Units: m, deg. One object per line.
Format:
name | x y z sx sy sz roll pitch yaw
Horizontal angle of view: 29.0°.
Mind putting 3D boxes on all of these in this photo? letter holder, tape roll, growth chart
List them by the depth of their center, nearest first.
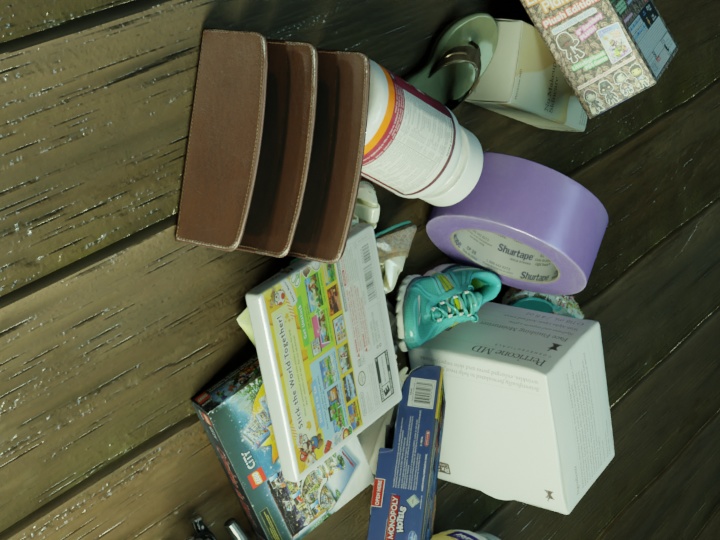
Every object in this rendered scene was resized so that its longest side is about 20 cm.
letter holder | -0.078 -0.115 1.300 0.100 0.141 0.202 4 95 -54
growth chart | 0.028 0.182 1.594 0.146 0.018 0.200 -64 150 -18
tape roll | 0.182 -0.053 1.621 0.200 0.199 0.086 43 64 -49

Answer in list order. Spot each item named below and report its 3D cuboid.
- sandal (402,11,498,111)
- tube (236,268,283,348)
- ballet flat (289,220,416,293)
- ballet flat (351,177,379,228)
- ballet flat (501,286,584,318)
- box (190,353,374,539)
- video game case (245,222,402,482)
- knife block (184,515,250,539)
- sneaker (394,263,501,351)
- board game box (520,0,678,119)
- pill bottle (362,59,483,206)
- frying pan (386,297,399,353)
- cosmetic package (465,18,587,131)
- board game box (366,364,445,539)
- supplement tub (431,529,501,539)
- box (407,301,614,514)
sandal | 0.103 -0.216 1.587 0.201 0.057 0.080 -50 129 -28
tube | -0.066 0.097 1.453 0.058 0.051 0.201 -95 164 -53
ballet flat | 0.000 0.000 1.490 0.199 0.068 0.068 -20 84 -46
ballet flat | -0.027 -0.056 1.442 0.199 0.075 0.069 -24 116 -49
ballet flat | 0.235 0.041 1.844 0.200 0.075 0.065 30 43 -57
box | -0.075 0.175 1.420 0.136 0.038 0.201 -34 123 -21
video game case | -0.032 0.079 1.380 0.182 0.023 0.202 -33 121 -45
knife block | -0.100 0.330 1.359 0.064 0.199 0.176 -48 163 -35
sneaker | 0.099 0.036 1.614 0.200 0.079 0.078 -34 122 -54
board game box | 0.286 -0.313 1.691 0.201 0.096 0.159 58 31 -9
pill bottle | 0.038 -0.141 1.467 0.199 0.109 0.111 23 80 -48
frying pan | 0.003 0.050 1.551 0.115 0.031 0.191 -48 136 -38
cosmetic package | 0.213 -0.240 1.726 0.199 0.071 0.106 6 93 -54
board game box | 0.055 0.226 1.549 0.200 0.061 0.202 79 18 -69
supplement tub | 0.094 0.390 1.656 0.199 0.144 0.147 -3 101 -53
box | 0.183 0.158 1.674 0.131 0.197 0.202 -39 128 -42
